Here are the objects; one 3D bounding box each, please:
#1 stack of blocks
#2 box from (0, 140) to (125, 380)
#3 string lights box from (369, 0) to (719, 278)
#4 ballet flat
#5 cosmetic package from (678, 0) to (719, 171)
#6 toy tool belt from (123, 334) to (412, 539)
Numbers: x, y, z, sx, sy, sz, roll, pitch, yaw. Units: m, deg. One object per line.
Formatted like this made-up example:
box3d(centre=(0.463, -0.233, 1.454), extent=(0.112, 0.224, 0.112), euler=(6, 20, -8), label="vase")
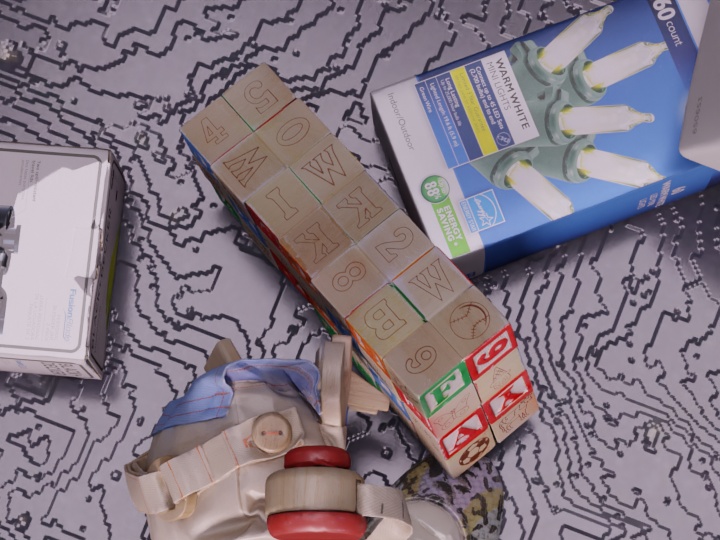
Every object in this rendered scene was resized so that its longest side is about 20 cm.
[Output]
box3d(centre=(0.000, 0.000, 1.281), extent=(0.059, 0.115, 0.200), euler=(-39, 65, -7), label="stack of blocks")
box3d(centre=(-0.229, -0.009, 1.322), extent=(0.200, 0.060, 0.117), euler=(3, 77, 4), label="box")
box3d(centre=(0.116, -0.076, 1.323), extent=(0.200, 0.059, 0.103), euler=(-21, 76, -3), label="string lights box")
box3d(centre=(0.009, 0.173, 1.267), extent=(0.072, 0.072, 0.200), euler=(34, 80, 9), label="ballet flat")
box3d(centre=(0.294, -0.112, 1.235), extent=(0.200, 0.167, 0.167), euler=(19, 76, -24), label="cosmetic package")
box3d(centre=(-0.047, 0.079, 1.228), extent=(0.125, 0.200, 0.123), euler=(5, 76, -18), label="toy tool belt")
